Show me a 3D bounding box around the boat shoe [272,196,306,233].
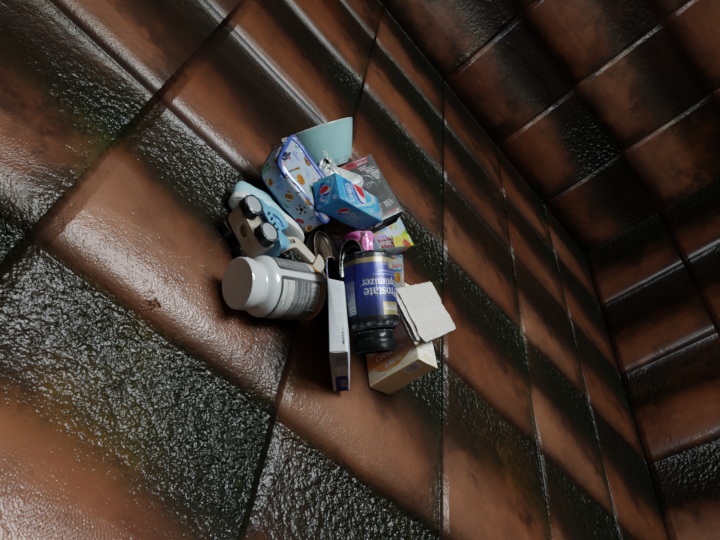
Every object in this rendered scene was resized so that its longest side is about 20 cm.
[{"bbox_3d":[-0.179,-0.181,1.378,0.075,0.071,0.204,-20,79,-47],"label":"boat shoe"}]

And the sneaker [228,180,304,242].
[{"bbox_3d":[-0.201,-0.133,1.292,0.199,0.073,0.084,38,37,-33],"label":"sneaker"}]

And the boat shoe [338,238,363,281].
[{"bbox_3d":[-0.018,0.029,1.315,0.063,0.071,0.208,57,29,-65],"label":"boat shoe"}]

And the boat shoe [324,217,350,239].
[{"bbox_3d":[-0.085,-0.176,1.469,0.069,0.071,0.201,-22,66,-39],"label":"boat shoe"}]

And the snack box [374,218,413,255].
[{"bbox_3d":[0.049,-0.125,1.653,0.198,0.067,0.172,-6,66,-58],"label":"snack box"}]

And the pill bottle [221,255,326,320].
[{"bbox_3d":[-0.167,0.035,1.142,0.197,0.115,0.119,11,52,-51],"label":"pill bottle"}]

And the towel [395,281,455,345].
[{"bbox_3d":[0.145,0.093,1.321,0.198,0.034,0.135,-10,70,-57],"label":"towel"}]

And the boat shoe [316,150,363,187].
[{"bbox_3d":[-0.087,-0.248,1.428,0.195,0.088,0.075,5,35,-3],"label":"boat shoe"}]

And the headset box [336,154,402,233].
[{"bbox_3d":[-0.002,-0.199,1.535,0.146,0.077,0.203,-26,77,-20],"label":"headset box"}]

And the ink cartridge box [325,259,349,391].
[{"bbox_3d":[-0.045,0.114,1.186,0.202,0.039,0.205,90,-4,-59],"label":"ink cartridge box"}]

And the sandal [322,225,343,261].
[{"bbox_3d":[-0.041,-0.069,1.487,0.206,0.049,0.082,60,31,6],"label":"sandal"}]

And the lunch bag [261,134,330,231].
[{"bbox_3d":[-0.136,-0.204,1.322,0.202,0.074,0.162,54,32,-26],"label":"lunch bag"}]

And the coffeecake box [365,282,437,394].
[{"bbox_3d":[0.085,0.159,1.357,0.072,0.152,0.204,28,40,-38],"label":"coffeecake box"}]

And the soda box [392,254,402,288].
[{"bbox_3d":[0.080,0.011,1.495,0.200,0.061,0.071,-71,158,-78],"label":"soda box"}]

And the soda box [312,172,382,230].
[{"bbox_3d":[-0.027,-0.155,1.340,0.198,0.066,0.066,19,55,-59],"label":"soda box"}]

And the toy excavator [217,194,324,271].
[{"bbox_3d":[-0.175,-0.065,1.236,0.198,0.099,0.199,60,31,6],"label":"toy excavator"}]

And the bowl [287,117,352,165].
[{"bbox_3d":[-0.100,-0.320,1.525,0.200,0.196,0.108,-34,108,-60],"label":"bowl"}]

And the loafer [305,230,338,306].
[{"bbox_3d":[-0.080,-0.014,1.359,0.072,0.070,0.205,26,42,-40],"label":"loafer"}]

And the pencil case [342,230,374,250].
[{"bbox_3d":[0.000,0.000,1.399,0.088,0.093,0.206,10,65,-27],"label":"pencil case"}]

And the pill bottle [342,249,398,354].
[{"bbox_3d":[0.024,0.068,1.220,0.110,0.110,0.207,8,72,-51],"label":"pill bottle"}]
